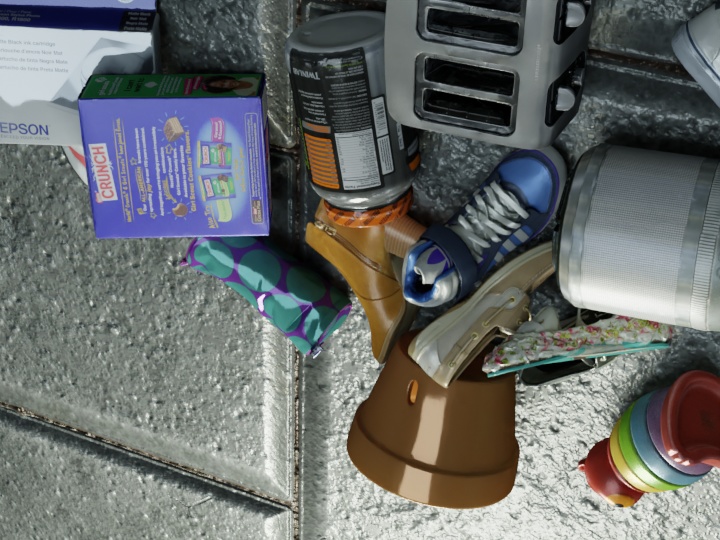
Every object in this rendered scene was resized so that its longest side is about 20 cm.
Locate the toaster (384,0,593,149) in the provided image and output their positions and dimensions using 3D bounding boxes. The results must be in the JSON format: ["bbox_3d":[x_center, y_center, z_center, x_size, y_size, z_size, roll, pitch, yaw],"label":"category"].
[{"bbox_3d":[0.115,-0.228,1.142,0.199,0.119,0.182,14,126,18],"label":"toaster"}]

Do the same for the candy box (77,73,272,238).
[{"bbox_3d":[-0.202,-0.127,1.356,0.198,0.077,0.170,-1,118,0],"label":"candy box"}]

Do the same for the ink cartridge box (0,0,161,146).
[{"bbox_3d":[-0.322,-0.236,1.365,0.198,0.041,0.201,2,119,2],"label":"ink cartridge box"}]

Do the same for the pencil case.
[{"bbox_3d":[-0.110,0.016,1.448,0.200,0.085,0.093,39,113,0],"label":"pencil case"}]

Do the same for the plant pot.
[{"bbox_3d":[0.093,0.156,1.380,0.199,0.200,0.141,17,111,16],"label":"plant pot"}]

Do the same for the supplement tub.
[{"bbox_3d":[-0.004,-0.154,1.254,0.122,0.123,0.201,6,124,24],"label":"supplement tub"}]

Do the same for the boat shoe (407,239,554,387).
[{"bbox_3d":[0.146,0.048,1.287,0.200,0.074,0.069,-39,73,1],"label":"boat shoe"}]

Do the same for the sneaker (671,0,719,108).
[{"bbox_3d":[0.367,-0.156,1.090,0.200,0.073,0.071,44,133,-5],"label":"sneaker"}]

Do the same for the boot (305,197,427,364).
[{"bbox_3d":[0.000,0.000,1.399,0.143,0.071,0.202,26,126,17],"label":"boot"}]

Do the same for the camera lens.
[{"bbox_3d":[0.291,-0.031,1.156,0.199,0.160,0.161,10,125,22],"label":"camera lens"}]

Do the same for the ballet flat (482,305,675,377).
[{"bbox_3d":[0.218,0.062,1.242,0.198,0.076,0.064,-10,83,0],"label":"ballet flat"}]

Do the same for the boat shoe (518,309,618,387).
[{"bbox_3d":[0.254,0.075,1.310,0.200,0.064,0.071,-34,102,38],"label":"boat shoe"}]

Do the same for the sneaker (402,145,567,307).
[{"bbox_3d":[0.118,-0.035,1.247,0.081,0.146,0.200,48,133,7],"label":"sneaker"}]

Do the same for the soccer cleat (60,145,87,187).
[{"bbox_3d":[-0.344,-0.193,1.453,0.073,0.068,0.201,-30,102,15],"label":"soccer cleat"}]

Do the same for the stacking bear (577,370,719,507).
[{"bbox_3d":[0.320,0.198,1.332,0.121,0.114,0.200,16,146,-21],"label":"stacking bear"}]
